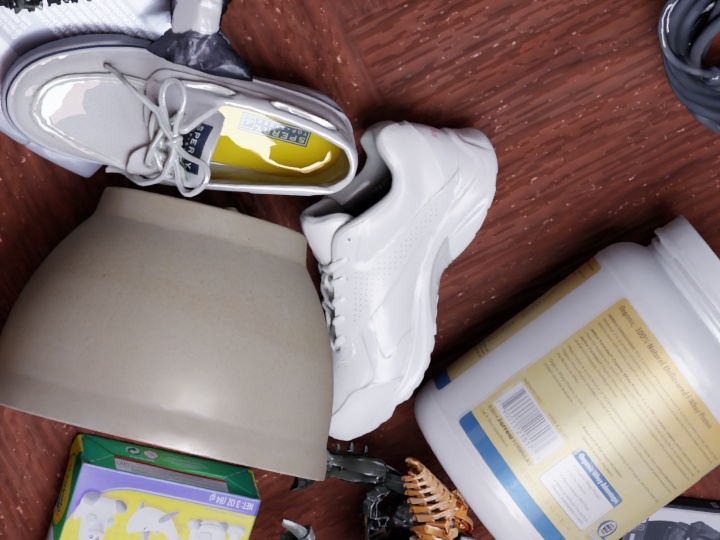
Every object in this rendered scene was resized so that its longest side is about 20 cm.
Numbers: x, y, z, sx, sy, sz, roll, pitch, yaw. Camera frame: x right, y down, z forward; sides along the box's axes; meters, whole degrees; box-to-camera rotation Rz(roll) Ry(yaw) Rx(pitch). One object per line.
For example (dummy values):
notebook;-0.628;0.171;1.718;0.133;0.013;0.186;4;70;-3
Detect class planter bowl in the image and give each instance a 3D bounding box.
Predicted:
planter bowl;-0.102;0.030;1.304;0.199;0.200;0.135;14;86;-16

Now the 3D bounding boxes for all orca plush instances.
orca plush;-0.049;-0.202;1.271;0.071;0.105;0.201;12;82;-57

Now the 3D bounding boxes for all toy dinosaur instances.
toy dinosaur;0.021;0.150;1.396;0.135;0.102;0.201;12;133;1

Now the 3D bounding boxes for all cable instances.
cable;0.261;-0.123;1.343;0.199;0.051;0.163;12;153;-13

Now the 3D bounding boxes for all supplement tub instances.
supplement tub;0.148;0.075;1.384;0.200;0.145;0.145;-37;114;5

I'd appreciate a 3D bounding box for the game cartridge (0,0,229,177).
game cartridge;-0.185;-0.153;1.286;0.133;0.040;0.200;-42;113;3

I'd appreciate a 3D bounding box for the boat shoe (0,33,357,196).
boat shoe;-0.096;-0.073;1.271;0.201;0.086;0.075;12;110;-17

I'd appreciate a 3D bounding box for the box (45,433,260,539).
box;-0.146;0.208;1.435;0.117;0.048;0.201;13;110;-15

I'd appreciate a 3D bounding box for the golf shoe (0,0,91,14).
golf shoe;-0.147;-0.194;1.226;0.199;0.078;0.095;-10;84;7

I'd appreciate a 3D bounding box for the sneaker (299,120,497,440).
sneaker;0.000;0.000;1.359;0.099;0.078;0.201;16;99;-26

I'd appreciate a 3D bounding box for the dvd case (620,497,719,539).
dvd case;0.250;0.226;1.532;0.199;0.025;0.151;8;110;-15
